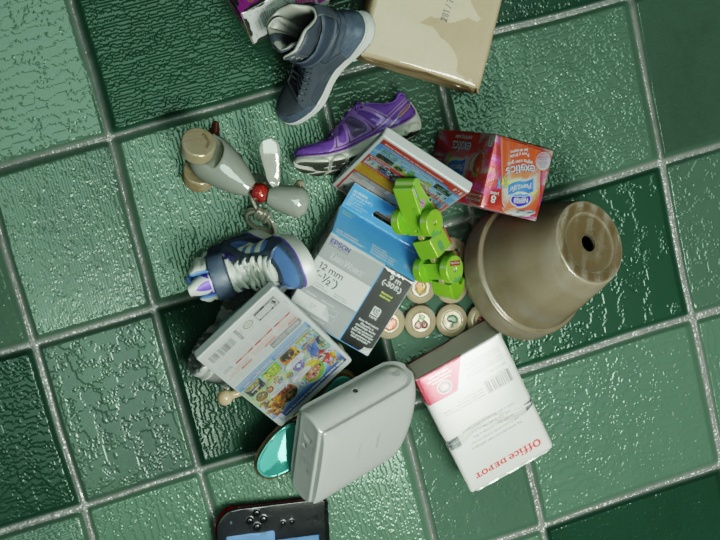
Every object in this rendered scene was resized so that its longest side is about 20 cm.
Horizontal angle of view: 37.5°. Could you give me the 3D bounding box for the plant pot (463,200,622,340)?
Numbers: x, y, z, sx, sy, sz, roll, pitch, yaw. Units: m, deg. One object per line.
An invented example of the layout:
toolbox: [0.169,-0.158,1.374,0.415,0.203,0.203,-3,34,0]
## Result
plant pot: [0.271,-0.016,1.506,0.197,0.173,0.204,8,73,-25]

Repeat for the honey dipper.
honey dipper: [-0.114,0.152,1.524,0.197,0.038,0.039,-19,100,-20]

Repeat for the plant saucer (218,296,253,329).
plant saucer: [-0.134,0.123,1.526,0.070,0.019,0.201,-39,128,-12]

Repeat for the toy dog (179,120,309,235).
toy dog: [-0.163,-0.148,1.495,0.198,0.131,0.098,32,59,-19]

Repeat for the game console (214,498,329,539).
game console: [-0.130,0.448,1.604,0.173,0.031,0.204,-3,98,-9]

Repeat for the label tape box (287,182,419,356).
label tape box: [0.000,0.000,1.529,0.142,0.066,0.202,29,108,-9]

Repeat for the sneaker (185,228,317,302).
sneaker: [-0.161,0.009,1.450,0.145,0.199,0.082,-31,116,-24]

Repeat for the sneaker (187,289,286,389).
sneaker: [-0.167,0.081,1.545,0.201,0.075,0.082,-51,130,-2]

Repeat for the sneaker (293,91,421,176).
sneaker: [-0.011,-0.198,1.535,0.197,0.081,0.085,-24,83,-13]

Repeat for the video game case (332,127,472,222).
video game case: [0.054,-0.120,1.486,0.142,0.200,0.018,32,66,-11]

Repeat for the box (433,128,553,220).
box: [0.176,-0.138,1.493,0.094,0.200,0.102,11,96,-21]

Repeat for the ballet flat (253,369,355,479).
ballet flat: [-0.081,0.221,1.562,0.068,0.072,0.201,40,90,-12]

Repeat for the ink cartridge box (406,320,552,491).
ink cartridge box: [0.179,0.204,1.592,0.143,0.084,0.202,-28,104,-2]

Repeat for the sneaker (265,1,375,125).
sneaker: [-0.089,-0.281,1.438,0.203,0.145,0.078,-48,65,33]

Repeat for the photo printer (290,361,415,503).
photo printer: [-0.004,0.226,1.521,0.198,0.069,0.169,-24,140,-35]

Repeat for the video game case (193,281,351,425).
video game case: [-0.117,0.119,1.464,0.143,0.018,0.200,-42,132,2]

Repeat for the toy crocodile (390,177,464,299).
toy crocodile: [0.098,-0.043,1.480,0.062,0.067,0.202,-44,119,-37]

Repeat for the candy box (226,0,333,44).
candy box: [-0.094,-0.414,1.453,0.198,0.137,0.061,-29,145,-4]

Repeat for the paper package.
paper package: [0.099,-0.375,1.506,0.187,0.103,0.204,14,95,-11]

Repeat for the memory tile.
memory tile: [0.114,0.026,1.601,0.196,0.017,0.157,-1,97,-9]
